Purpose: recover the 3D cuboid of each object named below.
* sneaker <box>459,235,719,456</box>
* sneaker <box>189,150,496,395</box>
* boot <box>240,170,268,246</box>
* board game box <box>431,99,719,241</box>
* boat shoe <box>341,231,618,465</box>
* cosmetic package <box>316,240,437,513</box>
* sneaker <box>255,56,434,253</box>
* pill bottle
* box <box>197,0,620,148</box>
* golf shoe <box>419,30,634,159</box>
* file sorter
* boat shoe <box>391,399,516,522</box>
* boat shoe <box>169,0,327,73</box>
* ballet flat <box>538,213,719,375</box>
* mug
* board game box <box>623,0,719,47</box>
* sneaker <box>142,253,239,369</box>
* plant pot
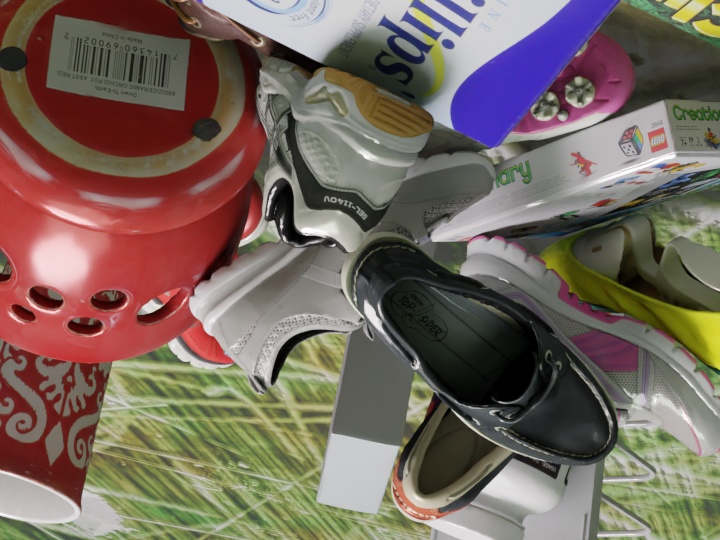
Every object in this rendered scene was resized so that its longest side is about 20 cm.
[{"bbox_3d":[0.134,0.065,0.984,0.200,0.088,0.081,31,170,9],"label":"sneaker"},{"bbox_3d":[0.000,0.000,0.943,0.200,0.082,0.075,-32,169,11],"label":"sneaker"},{"bbox_3d":[-0.171,-0.047,1.074,0.199,0.073,0.144,5,-176,19],"label":"boot"},{"bbox_3d":[0.148,-0.057,0.954,0.126,0.035,0.200,-4,169,-42],"label":"board game box"},{"bbox_3d":[0.076,0.053,0.896,0.199,0.075,0.066,43,180,-16],"label":"boat shoe"},{"bbox_3d":[0.014,0.050,1.102,0.051,0.201,0.151,10,155,2],"label":"cosmetic package"},{"bbox_3d":[-0.028,-0.058,0.824,0.075,0.088,0.200,24,-178,-13],"label":"sneaker"},{"bbox_3d":[0.108,0.095,1.133,0.112,0.201,0.112,20,166,5],"label":"pill bottle"},{"bbox_3d":[0.024,-0.176,0.725,0.199,0.105,0.184,25,153,-7],"label":"box"},{"bbox_3d":[0.071,-0.103,0.934,0.199,0.076,0.091,-1,168,28],"label":"golf shoe"},{"bbox_3d":[0.154,0.144,1.235,0.138,0.201,0.124,-8,152,36],"label":"file sorter"},{"bbox_3d":[0.091,0.081,1.043,0.071,0.200,0.063,38,163,9],"label":"boat shoe"},{"bbox_3d":[-0.076,-0.154,0.862,0.200,0.072,0.072,25,126,-37],"label":"boat shoe"},{"bbox_3d":[0.188,0.002,1.002,0.200,0.067,0.067,32,142,46],"label":"ballet flat"},{"bbox_3d":[-0.291,0.093,1.329,0.177,0.201,0.133,0,152,26],"label":"mug"},{"bbox_3d":[0.180,-0.161,0.807,0.199,0.024,0.105,21,155,-16],"label":"board game box"},{"bbox_3d":[-0.122,0.017,1.246,0.085,0.077,0.200,-7,149,25],"label":"sneaker"},{"bbox_3d":[-0.156,-0.067,0.947,0.200,0.201,0.183,17,151,-10],"label":"plant pot"}]
